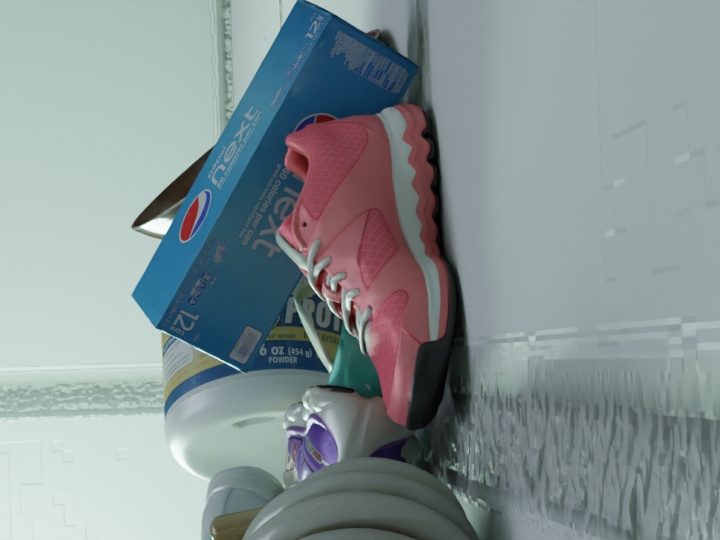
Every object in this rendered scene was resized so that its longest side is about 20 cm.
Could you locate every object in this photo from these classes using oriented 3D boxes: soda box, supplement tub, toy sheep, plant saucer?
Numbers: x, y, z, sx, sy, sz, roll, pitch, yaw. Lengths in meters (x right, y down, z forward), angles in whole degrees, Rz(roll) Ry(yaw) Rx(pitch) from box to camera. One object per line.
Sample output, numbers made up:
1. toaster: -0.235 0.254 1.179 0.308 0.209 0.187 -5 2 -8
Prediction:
1. soda box: -0.050 -0.049 1.161 0.200 0.064 0.068 -60 24 5
2. supplement tub: -0.065 0.032 1.393 0.145 0.144 0.201 100 167 -60
3. toy sheep: -0.003 0.152 0.948 0.200 0.137 0.138 -89 1 -55
4. plant saucer: -0.058 -0.078 1.291 0.035 0.200 0.200 52 179 -9

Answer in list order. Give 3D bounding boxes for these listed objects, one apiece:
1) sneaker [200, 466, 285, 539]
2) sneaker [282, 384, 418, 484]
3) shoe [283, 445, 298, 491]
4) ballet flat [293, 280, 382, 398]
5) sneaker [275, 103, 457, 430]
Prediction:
1. sneaker: -0.049 0.223 1.288 0.200 0.075 0.089 58 -152 -26
2. sneaker: -0.014 0.117 1.133 0.200 0.080 0.084 87 -163 -77
3. shoe: -0.010 0.173 1.242 0.053 0.070 0.201 9 -112 -62
4. ballet flat: -0.005 -0.003 1.187 0.067 0.070 0.200 94 172 -49
5. sneaker: 0.000 0.000 1.072 0.074 0.086 0.201 96 169 -52
